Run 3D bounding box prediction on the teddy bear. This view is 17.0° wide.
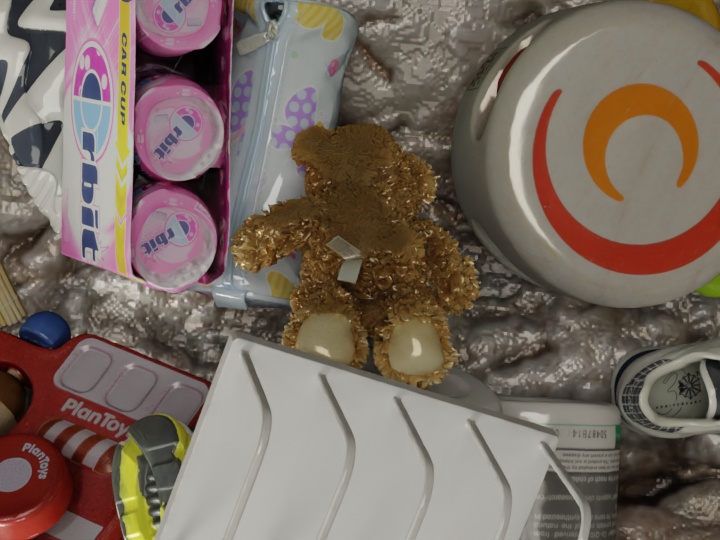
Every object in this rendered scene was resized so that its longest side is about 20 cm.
[{"bbox_3d":[0.000,0.000,1.421,0.144,0.067,0.200,-14,46,-14],"label":"teddy bear"}]

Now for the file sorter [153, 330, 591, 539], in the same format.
[{"bbox_3d":[0.007,0.143,1.305,0.199,0.125,0.140,18,103,-16],"label":"file sorter"}]

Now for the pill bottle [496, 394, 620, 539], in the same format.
[{"bbox_3d":[0.102,0.180,1.494,0.112,0.113,0.201,2,89,0],"label":"pill bottle"}]

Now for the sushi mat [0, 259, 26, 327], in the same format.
[{"bbox_3d":[-0.291,-0.037,1.504,0.095,0.012,0.201,-22,116,1],"label":"sushi mat"}]

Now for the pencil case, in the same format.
[{"bbox_3d":[-0.056,-0.074,1.508,0.083,0.091,0.201,10,90,-1],"label":"pencil case"}]

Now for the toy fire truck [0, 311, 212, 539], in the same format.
[{"bbox_3d":[-0.203,0.106,1.488,0.199,0.112,0.168,20,57,29],"label":"toy fire truck"}]

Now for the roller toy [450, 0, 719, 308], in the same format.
[{"bbox_3d":[0.151,-0.075,1.483,0.181,0.140,0.201,-11,96,-10],"label":"roller toy"}]

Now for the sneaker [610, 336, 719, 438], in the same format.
[{"bbox_3d":[0.258,0.068,1.513,0.199,0.081,0.077,-14,87,-3],"label":"sneaker"}]

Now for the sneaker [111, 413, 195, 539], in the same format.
[{"bbox_3d":[-0.089,0.184,1.403,0.074,0.084,0.201,-12,76,39],"label":"sneaker"}]

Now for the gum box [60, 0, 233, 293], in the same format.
[{"bbox_3d":[-0.128,-0.091,1.431,0.066,0.113,0.201,-2,98,-27],"label":"gum box"}]

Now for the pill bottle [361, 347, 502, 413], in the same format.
[{"bbox_3d":[0.009,0.156,1.434,0.111,0.112,0.201,14,104,0],"label":"pill bottle"}]

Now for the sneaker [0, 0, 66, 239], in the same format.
[{"bbox_3d":[-0.160,-0.113,1.513,0.129,0.079,0.200,-26,79,8],"label":"sneaker"}]
